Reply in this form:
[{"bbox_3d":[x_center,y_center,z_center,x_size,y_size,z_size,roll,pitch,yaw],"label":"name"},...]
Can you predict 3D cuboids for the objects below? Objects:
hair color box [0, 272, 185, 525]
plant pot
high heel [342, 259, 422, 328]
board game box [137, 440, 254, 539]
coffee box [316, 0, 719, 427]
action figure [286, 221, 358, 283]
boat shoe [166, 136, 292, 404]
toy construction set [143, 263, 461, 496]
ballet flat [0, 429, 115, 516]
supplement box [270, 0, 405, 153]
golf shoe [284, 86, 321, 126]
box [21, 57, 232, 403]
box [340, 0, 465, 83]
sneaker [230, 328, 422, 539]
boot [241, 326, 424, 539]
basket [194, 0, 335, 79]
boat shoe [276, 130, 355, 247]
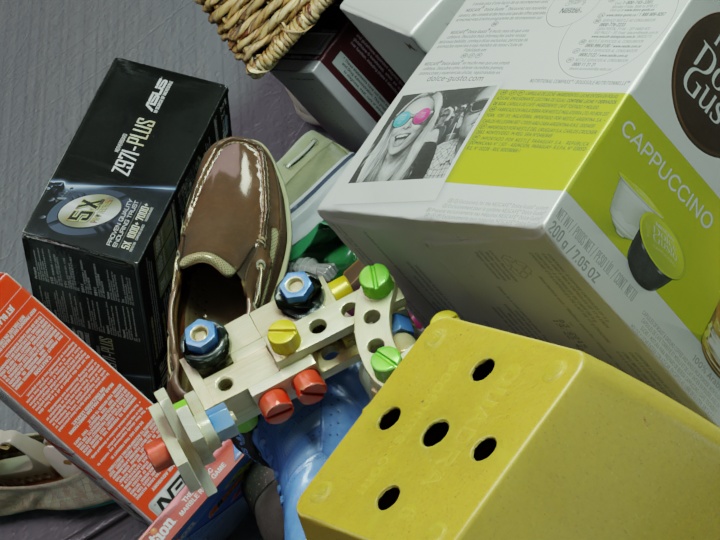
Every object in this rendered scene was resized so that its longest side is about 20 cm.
[{"bbox_3d":[-0.186,0.085,1.777,0.064,0.200,0.111,-48,16,-10],"label":"hair color box"},{"bbox_3d":[0.088,0.137,1.432,0.200,0.176,0.200,-52,31,-16],"label":"plant pot"},{"bbox_3d":[-0.005,0.063,1.781,0.200,0.096,0.067,-39,18,53],"label":"high heel"},{"bbox_3d":[-0.093,0.147,1.722,0.019,0.103,0.200,39,80,15],"label":"board game box"},{"bbox_3d":[0.143,-0.041,1.566,0.200,0.200,0.198,5,54,53],"label":"coffee box"},{"bbox_3d":[0.000,0.000,1.802,0.200,0.118,0.055,-27,43,42],"label":"action figure"},{"bbox_3d":[-0.087,0.002,1.764,0.075,0.075,0.203,1,71,9],"label":"boat shoe"},{"bbox_3d":[-0.034,0.065,1.541,0.200,0.092,0.131,-18,51,-15],"label":"toy construction set"},{"bbox_3d":[-0.215,0.133,1.907,0.200,0.062,0.068,-17,40,37],"label":"ballet flat"},{"bbox_3d":[0.037,-0.182,1.959,0.200,0.109,0.061,-53,30,-18],"label":"supplement box"},{"bbox_3d":[-0.045,-0.174,2.066,0.075,0.092,0.200,-40,32,2],"label":"golf shoe"},{"bbox_3d":[-0.152,-0.016,1.879,0.086,0.200,0.164,15,56,12],"label":"box"},{"bbox_3d":[0.116,-0.188,1.830,0.200,0.152,0.106,-47,31,-7],"label":"box"},{"bbox_3d":[-0.036,0.118,1.601,0.111,0.077,0.200,2,59,26],"label":"sneaker"},{"bbox_3d":[0.023,0.128,1.650,0.200,0.068,0.131,-40,40,10],"label":"boot"},{"bbox_3d":[-0.021,-0.242,1.921,0.200,0.143,0.149,-46,69,20],"label":"basket"},{"bbox_3d":[-0.070,-0.024,1.883,0.200,0.062,0.072,-42,-17,-38],"label":"boat shoe"}]
